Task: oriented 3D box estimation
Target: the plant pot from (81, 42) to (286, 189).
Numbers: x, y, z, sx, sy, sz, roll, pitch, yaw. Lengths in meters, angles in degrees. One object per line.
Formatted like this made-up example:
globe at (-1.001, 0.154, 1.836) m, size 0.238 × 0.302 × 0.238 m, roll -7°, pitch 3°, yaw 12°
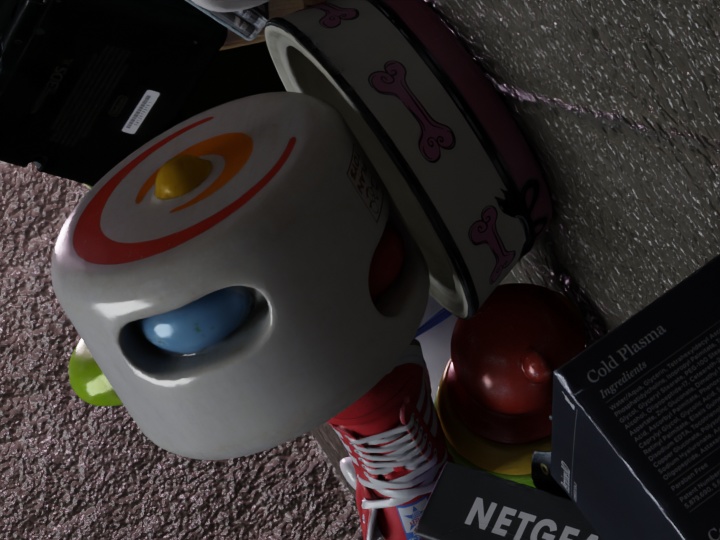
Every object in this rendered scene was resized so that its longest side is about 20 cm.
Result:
plant pot at (-0.104, -0.133, 1.885) m, size 0.187 × 0.187 × 0.200 m, roll 55°, pitch -170°, yaw 5°

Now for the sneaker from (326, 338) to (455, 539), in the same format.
sneaker at (0.017, 0.104, 1.613) m, size 0.200 × 0.071 × 0.113 m, roll 32°, pitch -136°, yaw -77°

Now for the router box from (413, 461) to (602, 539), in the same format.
router box at (0.148, 0.175, 1.569) m, size 0.200 × 0.051 × 0.149 m, roll 13°, pitch 164°, yaw 49°

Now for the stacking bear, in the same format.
stacking bear at (0.098, 0.076, 1.699) m, size 0.122 × 0.114 × 0.200 m, roll 52°, pitch 167°, yaw 27°

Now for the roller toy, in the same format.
roller toy at (-0.065, -0.005, 1.510) m, size 0.182 × 0.200 × 0.140 m, roll 18°, pitch 143°, yaw 56°

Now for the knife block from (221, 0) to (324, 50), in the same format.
knife block at (-0.142, -0.150, 1.755) m, size 0.200 × 0.176 × 0.064 m, roll 36°, pitch -166°, yaw 9°

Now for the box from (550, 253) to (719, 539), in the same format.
box at (0.181, 0.113, 1.302) m, size 0.182 × 0.104 × 0.200 m, roll 53°, pitch 172°, yaw 15°

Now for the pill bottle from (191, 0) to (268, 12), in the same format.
pill bottle at (-0.101, -0.243, 1.531) m, size 0.200 × 0.109 × 0.110 m, roll 52°, pitch 172°, yaw 28°

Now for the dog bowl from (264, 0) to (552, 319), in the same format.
dog bowl at (0.031, -0.075, 1.566) m, size 0.200 × 0.074 × 0.200 m, roll 54°, pitch 172°, yaw 11°

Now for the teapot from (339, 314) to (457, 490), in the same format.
teapot at (0.054, 0.108, 1.948) m, size 0.198 × 0.146 × 0.200 m, roll 58°, pitch 171°, yaw -25°

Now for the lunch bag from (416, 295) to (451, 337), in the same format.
lunch bag at (-0.032, -0.011, 1.912) m, size 0.200 × 0.160 × 0.076 m, roll 46°, pitch 168°, yaw 47°

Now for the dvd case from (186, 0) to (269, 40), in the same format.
dvd case at (-0.138, -0.220, 1.603) m, size 0.200 × 0.022 × 0.146 m, roll 33°, pitch -156°, yaw -21°

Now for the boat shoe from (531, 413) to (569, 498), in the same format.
boat shoe at (0.134, 0.097, 1.541) m, size 0.091 × 0.071 × 0.200 m, roll 17°, pitch 158°, yaw 21°

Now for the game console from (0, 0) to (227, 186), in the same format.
game console at (-0.184, -0.159, 1.668) m, size 0.200 × 0.175 × 0.117 m, roll 130°, pitch 150°, yaw -54°
